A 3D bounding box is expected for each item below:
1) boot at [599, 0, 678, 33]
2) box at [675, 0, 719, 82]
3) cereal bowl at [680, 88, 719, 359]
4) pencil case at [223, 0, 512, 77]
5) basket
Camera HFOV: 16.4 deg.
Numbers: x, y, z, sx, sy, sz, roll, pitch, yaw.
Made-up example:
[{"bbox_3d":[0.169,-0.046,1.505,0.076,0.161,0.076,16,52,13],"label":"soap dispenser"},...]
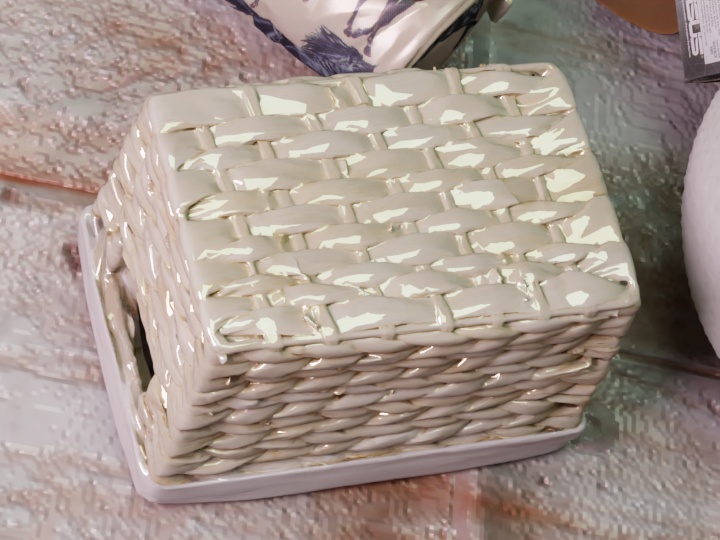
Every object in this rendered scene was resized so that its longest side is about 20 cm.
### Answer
[{"bbox_3d":[0.113,-0.219,1.212,0.200,0.074,0.155,38,56,-5],"label":"boot"},{"bbox_3d":[0.206,-0.190,1.162,0.158,0.048,0.202,-5,88,-40],"label":"box"},{"bbox_3d":[0.216,-0.016,1.089,0.199,0.083,0.202,3,84,-31],"label":"cereal bowl"},{"bbox_3d":[-0.031,-0.154,1.127,0.200,0.078,0.090,39,75,10],"label":"pencil case"},{"bbox_3d":[0.000,0.000,1.009,0.199,0.124,0.136,-6,61,-21],"label":"basket"}]
